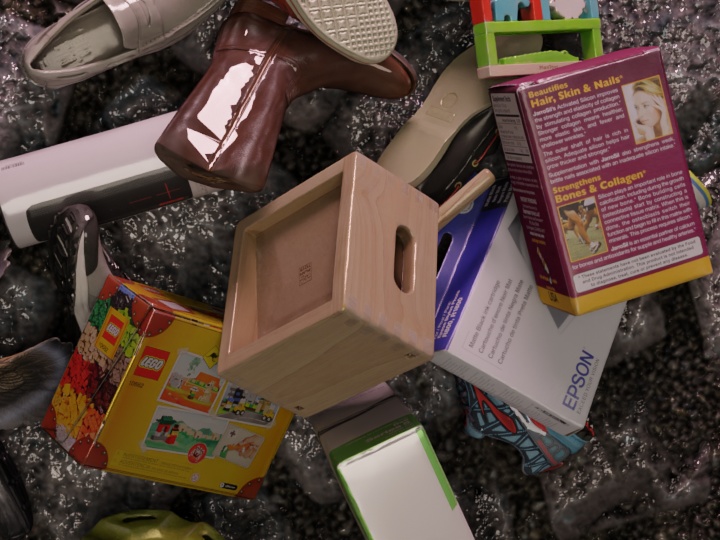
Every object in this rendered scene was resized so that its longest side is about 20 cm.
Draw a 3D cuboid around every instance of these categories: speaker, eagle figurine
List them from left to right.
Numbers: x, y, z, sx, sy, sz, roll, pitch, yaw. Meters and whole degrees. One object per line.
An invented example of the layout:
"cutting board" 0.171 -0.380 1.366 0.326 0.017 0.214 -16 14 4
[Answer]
"eagle figurine" -0.355 0.085 1.297 0.200 0.151 0.152 -36 134 -38
"speaker" -0.216 -0.085 1.344 0.200 0.081 0.081 -16 100 -4

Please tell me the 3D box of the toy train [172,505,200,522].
"toy train" -0.235 0.281 1.414 0.200 0.046 0.034 -31 101 -1

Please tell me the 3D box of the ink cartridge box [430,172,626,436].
"ink cartridge box" 0.140 0.017 1.370 0.200 0.041 0.200 29 62 -10

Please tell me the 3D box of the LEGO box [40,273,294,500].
"LEGO box" -0.153 0.105 1.332 0.200 0.077 0.149 21 97 -44

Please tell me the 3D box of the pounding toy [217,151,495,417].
"pounding toy" 0.000 0.000 1.292 0.142 0.200 0.184 30 138 -33

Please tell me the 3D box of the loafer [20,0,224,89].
"loafer" -0.202 -0.215 1.329 0.200 0.070 0.070 -30 100 -2

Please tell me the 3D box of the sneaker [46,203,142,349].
"sneaker" -0.224 0.018 1.339 0.079 0.074 0.200 -19 135 -15

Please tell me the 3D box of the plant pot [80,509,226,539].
"plant pot" -0.186 0.318 1.327 0.200 0.200 0.184 6 113 -7

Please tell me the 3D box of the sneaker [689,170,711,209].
"sneaker" 0.227 -0.098 1.394 0.200 0.074 0.082 39 94 -9

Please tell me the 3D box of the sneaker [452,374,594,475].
"sneaker" 0.115 0.112 1.409 0.200 0.079 0.096 43 114 3

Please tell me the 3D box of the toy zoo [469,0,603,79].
"toy zoo" 0.149 -0.271 1.344 0.131 0.020 0.200 -8 92 -31

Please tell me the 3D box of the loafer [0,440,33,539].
"loafer" -0.365 0.160 1.370 0.070 0.068 0.201 -33 94 -3

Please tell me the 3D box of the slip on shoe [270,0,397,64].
"slip on shoe" -0.051 -0.250 1.319 0.200 0.061 0.074 37 77 0

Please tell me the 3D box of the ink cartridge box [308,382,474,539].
"ink cartridge box" 0.029 0.193 1.352 0.084 0.200 0.146 -25 101 -4

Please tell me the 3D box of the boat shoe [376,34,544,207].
"boat shoe" 0.097 -0.136 1.382 0.201 0.074 0.063 -50 138 -8

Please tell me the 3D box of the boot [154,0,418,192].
"boot" -0.061 -0.130 1.305 0.186 0.064 0.200 19 51 1

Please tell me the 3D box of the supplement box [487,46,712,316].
"supplement box" 0.201 -0.077 1.299 0.131 0.103 0.200 -16 99 -9
